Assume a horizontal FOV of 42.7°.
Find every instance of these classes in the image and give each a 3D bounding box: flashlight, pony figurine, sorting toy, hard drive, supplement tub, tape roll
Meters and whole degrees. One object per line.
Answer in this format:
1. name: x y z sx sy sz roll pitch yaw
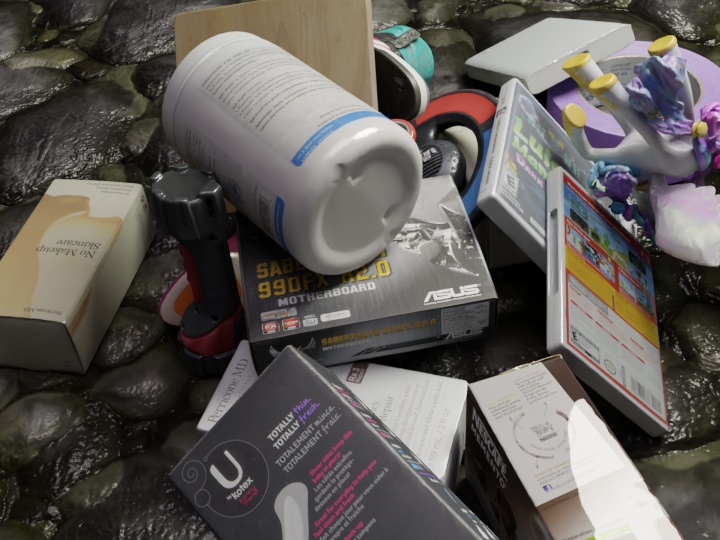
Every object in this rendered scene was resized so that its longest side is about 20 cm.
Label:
1. flashlight: -0.137 0.003 0.785 0.067 0.201 0.068 -19 43 -13
2. pony figurine: 0.274 -0.100 0.800 0.167 0.200 0.193 -46 24 -20
3. sorting toy: -0.075 -0.159 0.909 0.197 0.201 0.070 -4 -1 16
4. hard drive: 0.214 -0.255 1.078 0.131 0.026 0.200 -28 21 -4
5. supplement tub: -0.058 -0.099 0.753 0.132 0.132 0.200 -31 51 -25
6. tape roll: 0.310 -0.181 1.036 0.199 0.066 0.201 -4 43 3

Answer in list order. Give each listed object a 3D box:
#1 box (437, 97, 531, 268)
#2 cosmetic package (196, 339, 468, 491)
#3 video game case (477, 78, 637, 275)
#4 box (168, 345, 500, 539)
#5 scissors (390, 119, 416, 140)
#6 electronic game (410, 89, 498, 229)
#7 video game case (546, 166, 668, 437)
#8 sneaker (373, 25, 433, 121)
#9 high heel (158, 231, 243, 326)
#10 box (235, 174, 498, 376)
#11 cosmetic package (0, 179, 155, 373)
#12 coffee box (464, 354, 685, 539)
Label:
1. box: 0.138 -0.096 0.960 0.082 0.069 0.201 -11 43 -5
2. cosmetic package: -0.019 0.128 0.733 0.199 0.074 0.102 9 44 14
3. video game case: 0.189 -0.058 0.845 0.023 0.200 0.182 -31 27 37
4. box: -0.007 0.166 0.604 0.122 0.106 0.200 -46 68 -2
5. scissors: -0.042 -0.112 0.841 0.199 0.014 0.074 6 65 15
6. electronic game: 0.069 -0.094 0.918 0.199 0.042 0.201 -29 44 32
7. video game case: 0.207 0.022 0.779 0.017 0.143 0.201 -31 34 37
8. sneaker: 0.039 -0.211 0.990 0.120 0.084 0.200 -13 33 -32
9. high heel: -0.120 -0.013 0.918 0.200 0.068 0.096 -39 21 -15
10. box: 0.000 0.000 0.777 0.199 0.049 0.159 -9 46 -3
11. cosmetic package: -0.285 0.000 0.898 0.104 0.071 0.201 3 43 9
12. coffee box: 0.147 0.173 0.636 0.079 0.113 0.200 -16 44 -11
